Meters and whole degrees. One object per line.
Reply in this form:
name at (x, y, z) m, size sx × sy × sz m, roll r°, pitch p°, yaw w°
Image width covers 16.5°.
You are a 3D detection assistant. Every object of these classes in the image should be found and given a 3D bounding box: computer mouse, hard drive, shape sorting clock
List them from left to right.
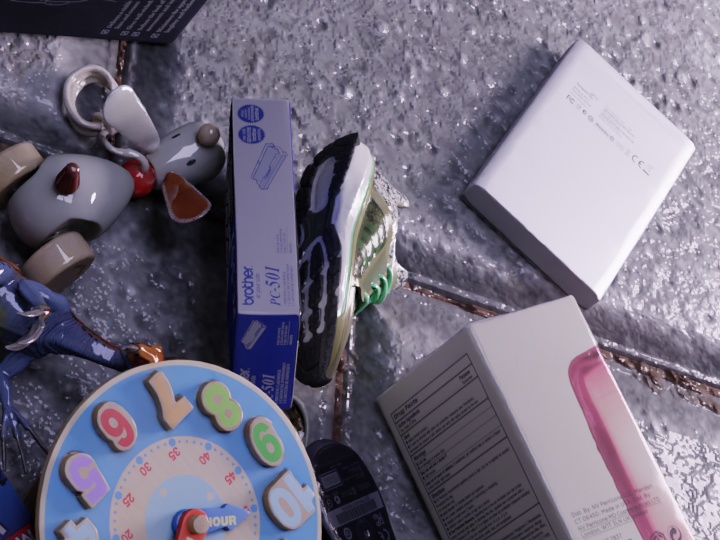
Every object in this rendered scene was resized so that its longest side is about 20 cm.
shape sorting clock at (-0.107, 0.155, 1.519) m, size 0.199 × 0.039 × 0.202 m, roll 4°, pitch 83°, yaw -36°
computer mouse at (-0.013, 0.217, 1.616) m, size 0.140 × 0.046 × 0.201 m, roll -26°, pitch 88°, yaw -56°
hard drive at (0.173, -0.077, 1.931) m, size 0.132 × 0.027 × 0.200 m, roll 42°, pitch 48°, yaw -6°

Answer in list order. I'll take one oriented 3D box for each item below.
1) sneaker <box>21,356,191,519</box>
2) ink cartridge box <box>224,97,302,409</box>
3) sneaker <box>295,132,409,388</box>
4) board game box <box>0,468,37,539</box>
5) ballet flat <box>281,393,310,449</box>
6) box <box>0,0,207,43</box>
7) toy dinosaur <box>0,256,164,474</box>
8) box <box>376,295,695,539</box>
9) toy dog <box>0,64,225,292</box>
sneaker at (-0.161, 0.130, 1.555) m, size 0.070 × 0.076 × 0.201 m, roll 34°, pitch 50°, yaw -12°
ink cartridge box at (-0.067, -0.013, 1.656) m, size 0.044 × 0.094 × 0.201 m, roll 1°, pitch 46°, yaw -6°
sneaker at (0.000, 0.000, 1.745) m, size 0.088 × 0.077 × 0.201 m, roll 30°, pitch 53°, yaw -27°
board game box at (-0.288, 0.180, 1.449) m, size 0.199 × 0.062 × 0.201 m, roll -28°, pitch 82°, yaw -39°
ballet flat at (-0.093, 0.150, 1.596) m, size 0.067 × 0.064 × 0.200 m, roll 39°, pitch 49°, yaw -8°
box at (-0.194, -0.243, 1.702) m, size 0.199 × 0.148 × 0.108 m, roll 1°, pitch 63°, yaw -34°
toy dinosaur at (-0.211, 0.016, 1.556) m, size 0.180 × 0.105 × 0.201 m, roll 9°, pitch 58°, yaw -21°
box at (0.120, 0.139, 1.702) m, size 0.108 × 0.128 × 0.201 m, roll -14°, pitch 73°, yaw -38°
toy dog at (-0.164, -0.069, 1.655) m, size 0.132 × 0.096 × 0.200 m, roll 41°, pitch 49°, yaw -6°
